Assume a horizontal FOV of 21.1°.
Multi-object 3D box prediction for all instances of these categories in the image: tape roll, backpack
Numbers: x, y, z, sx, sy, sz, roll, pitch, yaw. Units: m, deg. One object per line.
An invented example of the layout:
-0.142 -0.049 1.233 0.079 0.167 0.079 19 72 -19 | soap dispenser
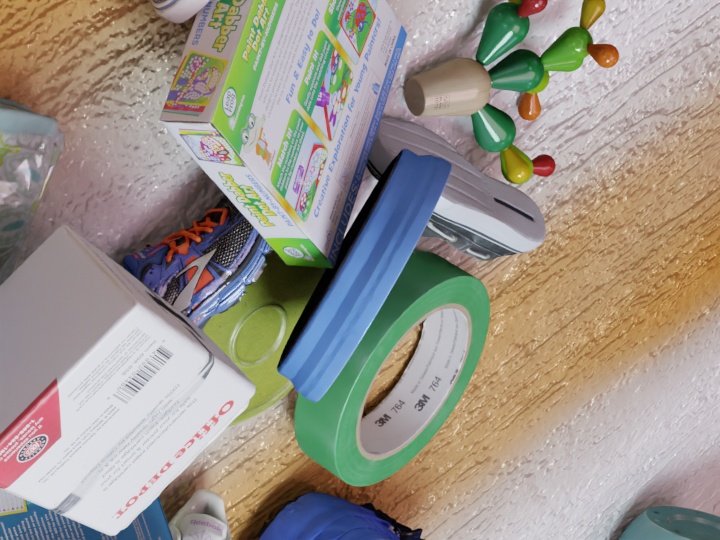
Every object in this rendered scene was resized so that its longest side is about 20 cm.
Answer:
0.028 0.082 1.607 0.200 0.048 0.201 -40 148 -32 | tape roll
-0.003 0.283 1.657 0.200 0.168 0.163 37 82 -50 | backpack

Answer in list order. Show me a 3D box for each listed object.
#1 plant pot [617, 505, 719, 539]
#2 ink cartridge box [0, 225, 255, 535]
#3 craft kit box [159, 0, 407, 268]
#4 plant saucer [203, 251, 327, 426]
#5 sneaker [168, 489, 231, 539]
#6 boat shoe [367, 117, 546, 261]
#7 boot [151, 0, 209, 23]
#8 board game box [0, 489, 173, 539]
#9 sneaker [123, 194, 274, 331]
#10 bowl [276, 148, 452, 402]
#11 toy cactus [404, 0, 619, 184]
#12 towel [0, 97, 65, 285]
0.349 0.349 2.085 0.200 0.200 0.161 1 105 -49 | plant pot
-0.174 0.077 1.244 0.144 0.084 0.200 -45 153 0 | ink cartridge box
-0.046 -0.134 1.318 0.198 0.048 0.200 54 47 -54 | craft kit box
-0.086 0.044 1.489 0.200 0.031 0.200 -28 136 -31 | plant saucer
-0.142 0.244 1.480 0.200 0.075 0.100 -82 -170 -61 | sneaker
0.064 -0.052 1.546 0.071 0.072 0.200 -33 135 31 | boat shoe
-0.100 -0.260 1.221 0.090 0.073 0.200 26 102 -31 | boot
-0.229 0.198 1.359 0.200 0.047 0.151 -16 84 -40 | board game box
-0.126 0.002 1.371 0.078 0.075 0.200 37 83 -20 | sneaker
0.000 0.000 1.407 0.201 0.039 0.201 -60 -176 6 | bowl
0.115 -0.145 1.531 0.165 0.102 0.200 -16 138 -28 | toy cactus
-0.286 -0.034 1.190 0.200 0.048 0.171 9 109 -51 | towel
